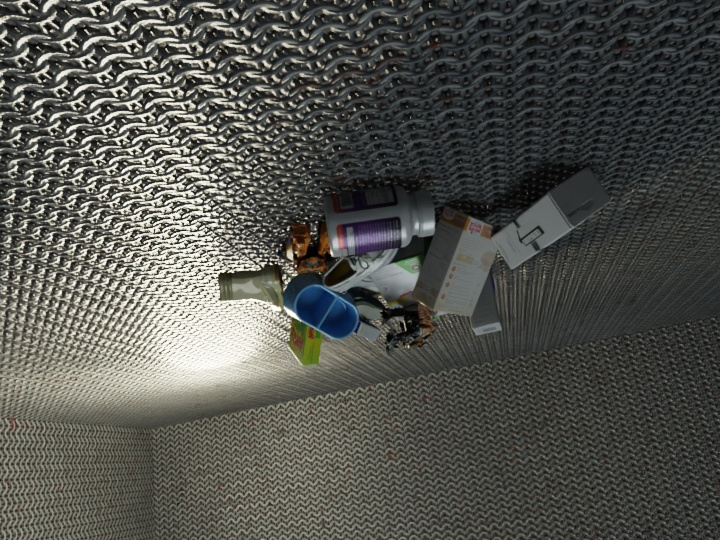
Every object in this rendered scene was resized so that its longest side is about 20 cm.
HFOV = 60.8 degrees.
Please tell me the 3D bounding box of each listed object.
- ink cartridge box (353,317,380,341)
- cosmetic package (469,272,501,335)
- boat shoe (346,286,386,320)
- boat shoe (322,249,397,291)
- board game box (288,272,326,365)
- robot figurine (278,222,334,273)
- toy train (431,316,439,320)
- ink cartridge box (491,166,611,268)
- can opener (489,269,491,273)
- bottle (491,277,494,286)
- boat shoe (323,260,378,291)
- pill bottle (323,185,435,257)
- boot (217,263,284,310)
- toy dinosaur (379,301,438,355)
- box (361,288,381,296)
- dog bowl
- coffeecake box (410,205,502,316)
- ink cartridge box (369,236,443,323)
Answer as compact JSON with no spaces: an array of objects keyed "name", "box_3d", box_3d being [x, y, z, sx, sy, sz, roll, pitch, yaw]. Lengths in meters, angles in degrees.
[{"name":"ink cartridge box","box_3d":[-0.060,0.111,1.602,0.195,0.048,0.199,32,180,25]},{"name":"cosmetic package","box_3d":[0.293,0.046,1.516,0.069,0.207,0.101,-13,161,14]},{"name":"boat shoe","box_3d":[0.016,0.085,1.553,0.073,0.064,0.199,-22,159,23]},{"name":"boat shoe","box_3d":[-0.007,-0.025,1.311,0.200,0.076,0.085,-34,163,23]},{"name":"board game box","box_3d":[-0.124,0.110,1.469,0.046,0.207,0.101,1,-161,-28]},{"name":"robot figurine","box_3d":[-0.101,-0.045,1.284,0.140,0.060,0.201,-4,160,-10]},{"name":"toy train","box_3d":[0.195,0.105,1.608,0.198,0.042,0.056,-32,174,-34]},{"name":"ink cartridge box","box_3d":[0.378,-0.103,1.231,0.144,0.085,0.200,-31,172,-31]},{"name":"can opener","box_3d":[0.254,0.017,1.645,0.066,0.055,0.198,2,158,-44]},{"name":"bottle","box_3d":[0.313,0.072,1.786,0.063,0.086,0.200,-1,159,-24]},{"name":"boat shoe","box_3d":[0.000,0.000,1.470,0.196,0.075,0.065,5,140,-43]},{"name":"pill bottle","box_3d":[0.034,-0.094,1.125,0.193,0.115,0.112,-8,162,-3]},{"name":"boot","box_3d":[-0.258,0.050,1.459,0.150,0.075,0.201,-8,160,-7]},{"name":"toy dinosaur","box_3d":[0.117,0.121,1.399,0.131,0.103,0.205,-5,127,-9]},{"name":"box","box_3d":[0.069,0.035,1.615,0.195,0.052,0.075,3,157,-32]},{"name":"dog bowl","box_3d":[-0.083,0.086,1.391,0.198,0.113,0.049,33,-177,-31]},{"name":"coffeecake box","box_3d":[0.209,-0.016,1.302,0.151,0.205,0.072,11,-168,-47]},{"name":"ink cartridge box","box_3d":[0.119,0.020,1.409,0.141,0.086,0.202,-16,131,22]}]
